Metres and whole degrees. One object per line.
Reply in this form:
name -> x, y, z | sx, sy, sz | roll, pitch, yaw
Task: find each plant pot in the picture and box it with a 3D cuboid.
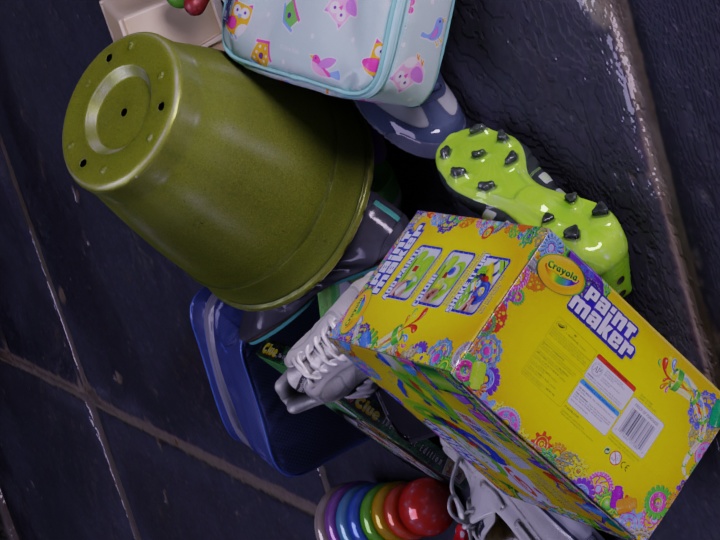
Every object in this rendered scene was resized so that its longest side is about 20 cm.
plant pot -> -0.126, -0.093, 1.649 | 0.192, 0.201, 0.200 | 26, -168, -45

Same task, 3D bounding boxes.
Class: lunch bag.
lunch bag -> -0.019, -0.216, 1.566 | 0.199, 0.077, 0.162 | 22, 105, 43
lunch bag -> -0.069, 0.090, 1.985 | 0.132, 0.135, 0.202 | 30, 139, 56

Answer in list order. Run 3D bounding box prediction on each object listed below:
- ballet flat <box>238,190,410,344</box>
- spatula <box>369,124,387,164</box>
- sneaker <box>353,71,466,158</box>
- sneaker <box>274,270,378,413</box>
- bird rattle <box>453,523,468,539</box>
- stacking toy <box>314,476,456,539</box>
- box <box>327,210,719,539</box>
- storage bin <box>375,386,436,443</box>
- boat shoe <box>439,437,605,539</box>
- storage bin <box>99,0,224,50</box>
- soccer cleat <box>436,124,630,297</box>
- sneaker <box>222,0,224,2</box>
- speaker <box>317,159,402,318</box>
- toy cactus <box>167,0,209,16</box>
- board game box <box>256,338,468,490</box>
ballet flat -> -0.044, -0.008, 1.722 | 0.199, 0.073, 0.074 | -31, 83, 35
spatula -> -0.030, -0.182, 1.750 | 0.021, 0.056, 0.202 | 46, -152, -85
sneaker -> 0.018, -0.175, 1.621 | 0.200, 0.070, 0.082 | 52, 152, 26
sneaker -> -0.014, 0.065, 1.675 | 0.076, 0.081, 0.200 | 61, 156, 16
bird rattle -> 0.129, 0.321, 1.867 | 0.163, 0.112, 0.202 | -20, 81, 56
stacking toy -> 0.029, 0.231, 1.986 | 0.086, 0.085, 0.200 | 65, 153, 3
box -> 0.116, 0.071, 1.467 | 0.200, 0.122, 0.192 | 42, 167, -24
storage bin -> 0.075, 0.051, 1.682 | 0.136, 0.093, 0.200 | 65, 157, 2
boat shoe -> 0.113, 0.201, 1.731 | 0.202, 0.086, 0.075 | 40, 174, 42
storage bin -> -0.158, -0.167, 1.925 | 0.200, 0.093, 0.200 | -136, 26, -72
soccer cleat -> 0.122, -0.039, 1.515 | 0.200, 0.067, 0.081 | 40, 159, 46
sneaker -> -0.071, -0.194, 1.822 | 0.089, 0.076, 0.202 | 121, 128, -79
speaker -> 0.000, 0.000, 1.811 | 0.088, 0.088, 0.201 | 42, 147, 45
toy cactus -> -0.091, -0.281, 1.714 | 0.164, 0.102, 0.201 | 35, 110, 6
board game box -> 0.004, 0.128, 1.866 | 0.200, 0.024, 0.105 | 38, 172, -27
